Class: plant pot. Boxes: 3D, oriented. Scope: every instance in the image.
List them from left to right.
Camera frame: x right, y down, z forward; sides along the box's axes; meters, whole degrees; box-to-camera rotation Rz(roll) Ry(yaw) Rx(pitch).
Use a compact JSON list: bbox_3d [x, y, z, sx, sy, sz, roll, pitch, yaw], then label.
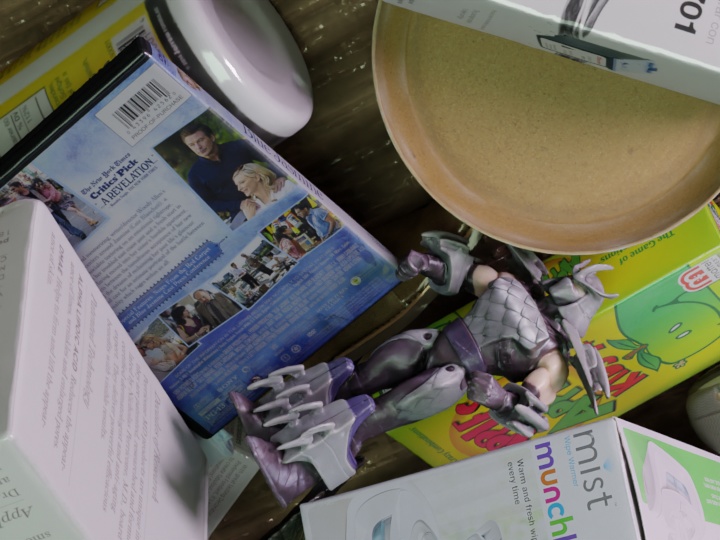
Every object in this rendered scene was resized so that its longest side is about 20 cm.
[{"bbox_3d":[0.105,-0.107,1.311,0.199,0.027,0.201,0,87,0],"label":"plant pot"}]

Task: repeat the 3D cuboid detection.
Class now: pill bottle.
[{"bbox_3d":[-0.133,-0.070,1.347,0.200,0.114,0.114,-33,107,20],"label":"pill bottle"}]

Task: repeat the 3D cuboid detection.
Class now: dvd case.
[{"bbox_3d":[-0.092,-0.011,1.305,0.143,0.018,0.200,-39,125,16],"label":"dvd case"}]

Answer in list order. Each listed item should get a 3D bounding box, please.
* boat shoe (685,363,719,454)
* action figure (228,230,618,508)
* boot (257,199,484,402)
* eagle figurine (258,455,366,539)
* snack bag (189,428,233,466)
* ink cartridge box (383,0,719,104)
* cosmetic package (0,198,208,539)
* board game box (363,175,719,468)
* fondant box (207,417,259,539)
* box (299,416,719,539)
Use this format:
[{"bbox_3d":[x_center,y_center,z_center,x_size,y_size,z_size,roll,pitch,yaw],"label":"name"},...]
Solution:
[{"bbox_3d":[0.269,0.046,1.377,0.200,0.073,0.075,-16,115,13],"label":"boat shoe"},{"bbox_3d":[0.037,0.046,1.292,0.200,0.130,0.069,-27,129,-1],"label":"action figure"},{"bbox_3d":[0.000,0.000,1.391,0.075,0.074,0.200,46,114,-4],"label":"boot"},{"bbox_3d":[-0.080,0.184,1.384,0.199,0.152,0.151,-8,84,4],"label":"eagle figurine"},{"bbox_3d":[-0.195,0.082,1.377,0.200,0.021,0.189,-31,124,13],"label":"snack bag"},{"bbox_3d":[0.126,-0.174,1.258,0.200,0.086,0.147,17,86,0],"label":"ink cartridge box"},{"bbox_3d":[-0.187,0.108,1.266,0.164,0.165,0.200,-17,130,13],"label":"cosmetic package"},{"bbox_3d":[0.113,0.038,1.371,0.200,0.048,0.102,-30,145,15],"label":"board game box"},{"bbox_3d":[-0.173,0.099,1.446,0.200,0.058,0.144,30,115,-14],"label":"fondant box"},{"bbox_3d":[0.095,0.154,1.341,0.176,0.200,0.097,-19,72,22],"label":"box"}]
